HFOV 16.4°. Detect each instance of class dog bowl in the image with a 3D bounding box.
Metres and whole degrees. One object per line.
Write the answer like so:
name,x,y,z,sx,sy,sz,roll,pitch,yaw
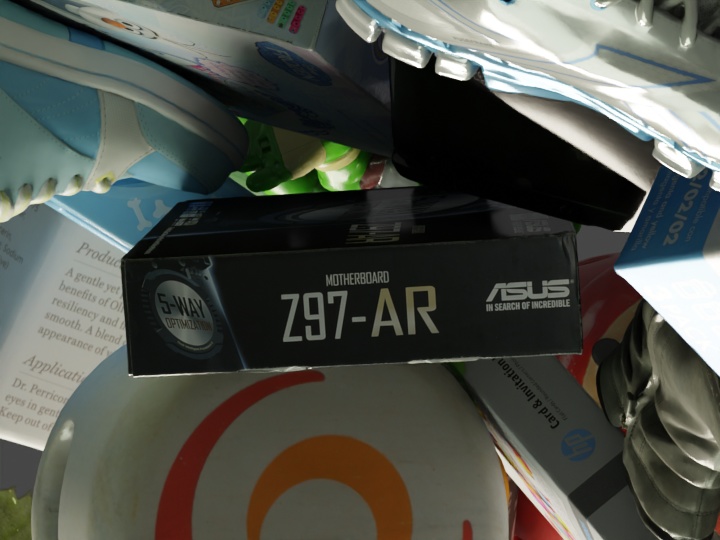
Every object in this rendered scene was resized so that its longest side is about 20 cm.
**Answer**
dog bowl,-0.121,-0.048,1.096,0.200,0.050,0.111,32,176,-11

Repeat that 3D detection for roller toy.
roller toy,-0.041,0.105,1.068,0.182,0.200,0.140,47,163,-14

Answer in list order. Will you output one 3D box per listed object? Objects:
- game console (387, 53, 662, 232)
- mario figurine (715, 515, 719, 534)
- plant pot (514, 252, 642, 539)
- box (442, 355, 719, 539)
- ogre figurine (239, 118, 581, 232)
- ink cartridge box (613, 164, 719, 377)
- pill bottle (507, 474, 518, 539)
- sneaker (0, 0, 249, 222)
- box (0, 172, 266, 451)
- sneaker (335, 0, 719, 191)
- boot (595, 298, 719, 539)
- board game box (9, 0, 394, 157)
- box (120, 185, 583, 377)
game console,0.121,-0.068,0.867,0.200,0.116,0.176,15,144,15
mario figurine,0.189,0.095,1.230,0.200,0.106,0.123,-18,-129,-21
plant pot,0.157,0.086,1.343,0.200,0.201,0.182,18,171,-8
box,0.099,0.092,1.087,0.200,0.041,0.156,51,176,33
ogre figurine,0.024,-0.032,1.167,0.200,0.098,0.120,-1,150,20
ink cartridge box,0.188,-0.001,0.727,0.115,0.068,0.200,43,150,-26
pill bottle,0.025,0.108,1.273,0.114,0.200,0.114,3,-152,-2
sneaker,-0.142,-0.034,0.969,0.200,0.131,0.080,21,174,-34
box,-0.134,-0.004,1.303,0.199,0.171,0.200,22,-173,-40
sneaker,0.075,-0.075,0.678,0.200,0.075,0.087,15,168,15
boot,0.138,0.056,0.922,0.068,0.131,0.200,3,-144,-10
board game box,-0.065,-0.099,0.984,0.199,0.043,0.200,17,175,22
box,0.000,0.000,0.953,0.160,0.044,0.200,-3,-173,3
